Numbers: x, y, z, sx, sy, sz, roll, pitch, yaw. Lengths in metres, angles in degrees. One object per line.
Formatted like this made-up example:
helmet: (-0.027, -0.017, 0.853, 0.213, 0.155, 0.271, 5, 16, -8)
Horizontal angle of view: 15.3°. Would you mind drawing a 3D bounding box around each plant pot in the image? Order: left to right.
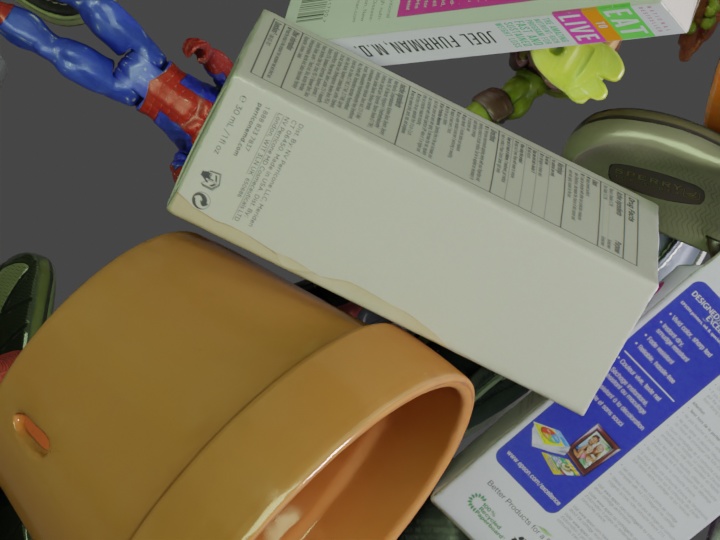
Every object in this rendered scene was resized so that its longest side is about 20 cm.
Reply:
plant pot: (-0.067, 0.077, 1.151, 0.140, 0.200, 0.200, 42, 87, 16)

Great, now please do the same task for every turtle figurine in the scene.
turtle figurine: (0.108, -0.111, 1.237, 0.200, 0.161, 0.065, -31, 88, -8)

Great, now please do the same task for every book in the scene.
book: (0.065, -0.157, 1.172, 0.200, 0.048, 0.134, -2, 60, 37)

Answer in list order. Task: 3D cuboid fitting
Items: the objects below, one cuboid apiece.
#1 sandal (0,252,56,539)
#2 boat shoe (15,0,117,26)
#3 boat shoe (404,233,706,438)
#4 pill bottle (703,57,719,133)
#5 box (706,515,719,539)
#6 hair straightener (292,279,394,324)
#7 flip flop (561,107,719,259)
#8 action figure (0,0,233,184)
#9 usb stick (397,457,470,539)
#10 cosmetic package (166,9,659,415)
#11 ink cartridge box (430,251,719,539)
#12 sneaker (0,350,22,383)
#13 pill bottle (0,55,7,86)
sandal: (-0.156, 0.092, 1.282, 0.057, 0.080, 0.202, -3, 89, -36)
boat shoe: (-0.189, -0.211, 1.346, 0.073, 0.065, 0.200, -36, 77, -3)
boat shoe: (0.090, 0.009, 1.260, 0.200, 0.062, 0.073, -38, 72, -2)
pill bottle: (0.262, -0.067, 1.230, 0.199, 0.106, 0.107, 19, 81, 12)
box: (0.227, 0.143, 1.226, 0.143, 0.036, 0.201, 15, 79, 12)
hair straightener: (0.000, 0.000, 1.265, 0.200, 0.041, 0.077, -29, 30, 21)
flip flop: (0.182, -0.019, 1.196, 0.199, 0.081, 0.058, 17, 48, 11)
action figure: (-0.110, -0.096, 1.272, 0.200, 0.099, 0.065, 35, 91, -14)
usb stick: (0.030, 0.187, 1.247, 0.055, 0.033, 0.201, 1, 78, 15)
cosmetic package: (0.026, -0.027, 1.154, 0.200, 0.104, 0.073, 27, 112, -4)
ink cartridge box: (0.135, 0.069, 1.206, 0.200, 0.037, 0.095, -41, 100, 19)
sneaker: (-0.190, 0.119, 1.242, 0.078, 0.200, 0.116, -25, 84, -41)
pill bottle: (-0.263, -0.039, 1.297, 0.110, 0.111, 0.200, 25, 82, 13)
